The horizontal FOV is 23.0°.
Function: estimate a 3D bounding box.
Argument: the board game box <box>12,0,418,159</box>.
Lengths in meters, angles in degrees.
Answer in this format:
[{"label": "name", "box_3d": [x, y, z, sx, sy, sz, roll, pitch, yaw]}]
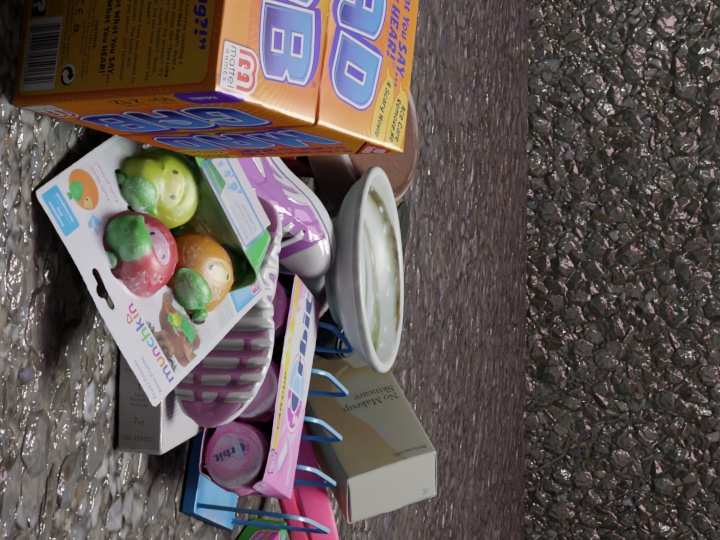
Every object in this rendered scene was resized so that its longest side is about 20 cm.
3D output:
[{"label": "board game box", "box_3d": [-0.095, -0.196, 1.246, 0.199, 0.199, 0.202, 13, 81, -50]}]

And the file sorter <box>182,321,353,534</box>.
[{"label": "file sorter", "box_3d": [-0.085, 0.151, 1.734, 0.139, 0.122, 0.202, 53, 42, -72]}]

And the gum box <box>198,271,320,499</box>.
[{"label": "gum box", "box_3d": [-0.092, 0.110, 1.615, 0.114, 0.066, 0.202, 57, 40, -72]}]

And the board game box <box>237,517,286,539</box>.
[{"label": "board game box", "box_3d": [-0.122, 0.367, 1.826, 0.200, 0.040, 0.154, -51, 144, -68]}]

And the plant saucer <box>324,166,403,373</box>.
[{"label": "plant saucer", "box_3d": [0.000, 0.000, 1.730, 0.200, 0.050, 0.202, -3, 90, -77]}]

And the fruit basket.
[{"label": "fruit basket", "box_3d": [-0.150, -0.022, 1.368, 0.186, 0.093, 0.200, 63, 27, -13]}]

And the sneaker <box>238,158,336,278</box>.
[{"label": "sneaker", "box_3d": [-0.101, -0.056, 1.602, 0.201, 0.072, 0.114, 54, 30, -18]}]

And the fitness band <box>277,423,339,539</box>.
[{"label": "fitness band", "box_3d": [-0.060, 0.236, 1.863, 0.201, 0.037, 0.144, -114, -163, -44]}]

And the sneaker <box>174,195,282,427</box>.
[{"label": "sneaker", "box_3d": [-0.107, 0.040, 1.513, 0.089, 0.080, 0.202, 91, 8, -72]}]

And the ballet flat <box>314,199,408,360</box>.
[{"label": "ballet flat", "box_3d": [-0.001, 0.004, 1.890, 0.201, 0.056, 0.067, -63, 147, -23]}]

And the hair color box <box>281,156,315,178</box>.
[{"label": "hair color box", "box_3d": [-0.066, -0.155, 1.844, 0.200, 0.061, 0.102, 9, 85, -78]}]

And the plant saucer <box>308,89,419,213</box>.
[{"label": "plant saucer", "box_3d": [0.008, -0.149, 1.811, 0.200, 0.034, 0.202, 15, 72, -56]}]

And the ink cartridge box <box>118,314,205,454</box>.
[{"label": "ink cartridge box", "box_3d": [-0.157, 0.056, 1.556, 0.200, 0.044, 0.178, -21, 115, -76]}]

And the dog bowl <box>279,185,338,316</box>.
[{"label": "dog bowl", "box_3d": [-0.029, -0.026, 1.918, 0.201, 0.058, 0.200, -56, 166, -22]}]

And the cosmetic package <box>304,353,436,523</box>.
[{"label": "cosmetic package", "box_3d": [-0.003, 0.159, 1.855, 0.200, 0.105, 0.071, -122, -158, -44]}]
